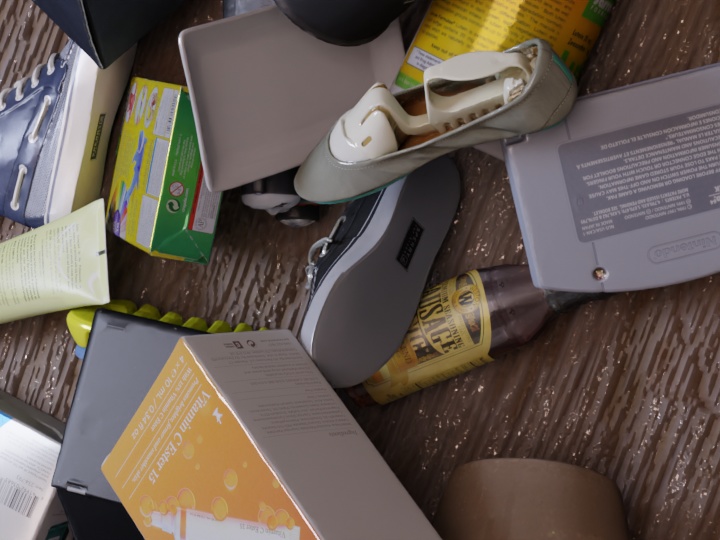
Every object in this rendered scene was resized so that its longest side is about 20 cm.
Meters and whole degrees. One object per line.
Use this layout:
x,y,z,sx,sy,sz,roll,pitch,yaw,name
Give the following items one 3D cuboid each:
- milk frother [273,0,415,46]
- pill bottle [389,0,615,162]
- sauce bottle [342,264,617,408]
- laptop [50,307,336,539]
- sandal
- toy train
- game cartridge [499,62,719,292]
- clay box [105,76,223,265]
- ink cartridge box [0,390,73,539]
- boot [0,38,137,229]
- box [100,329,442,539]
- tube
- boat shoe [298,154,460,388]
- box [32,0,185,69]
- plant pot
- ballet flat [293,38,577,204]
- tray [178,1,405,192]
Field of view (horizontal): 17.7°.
0.005,-0.280,1.472,0.188,0.200,0.181,-32,30,46,milk frother
0.109,-0.179,1.543,0.111,0.111,0.200,28,97,19,pill bottle
0.077,0.032,1.569,0.200,0.066,0.066,-25,79,16,sauce bottle
-0.105,0.148,1.611,0.187,0.116,0.201,12,86,20,laptop
-0.115,0.080,1.636,0.200,0.079,0.087,12,108,22,sandal
-0.053,-0.132,1.598,0.085,0.114,0.201,0,87,20,toy train
0.198,-0.059,1.501,0.199,0.040,0.134,-14,94,-4,game cartridge
-0.136,-0.073,1.608,0.047,0.200,0.115,10,94,-16,clay box
-0.280,0.196,1.687,0.116,0.067,0.200,26,96,20,ink cartridge box
-0.226,-0.128,1.680,0.090,0.073,0.201,15,93,14,boot
-0.055,0.151,1.440,0.200,0.097,0.125,52,125,30,box
-0.258,0.011,1.675,0.200,0.052,0.058,-17,111,32,tube
-0.002,-0.002,1.556,0.068,0.074,0.200,-9,48,44,boat shoe
-0.178,-0.288,1.612,0.200,0.124,0.197,-42,72,-13,box
0.105,0.218,1.496,0.200,0.200,0.175,0,70,20,plant pot
0.038,-0.101,1.467,0.200,0.064,0.068,-18,47,19,ballet flat
-0.044,-0.126,1.527,0.022,0.200,0.108,3,108,44,tray
